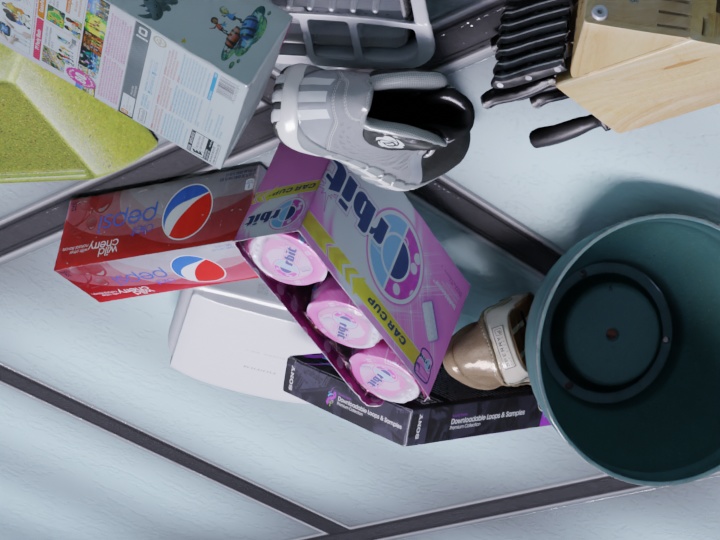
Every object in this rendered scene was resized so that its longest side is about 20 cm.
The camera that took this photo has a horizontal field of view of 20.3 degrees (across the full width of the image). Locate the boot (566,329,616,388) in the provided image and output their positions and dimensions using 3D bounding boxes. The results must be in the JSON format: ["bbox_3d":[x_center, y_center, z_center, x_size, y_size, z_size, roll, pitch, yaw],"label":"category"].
[{"bbox_3d":[0.212,0.094,1.738,0.096,0.075,0.199,15,164,-36],"label":"boot"}]

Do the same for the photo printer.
[{"bbox_3d":[-0.081,0.051,1.744,0.165,0.070,0.200,14,154,-7],"label":"photo printer"}]

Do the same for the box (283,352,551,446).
[{"bbox_3d":[0.055,0.099,1.645,0.142,0.036,0.199,21,-165,42],"label":"box"}]

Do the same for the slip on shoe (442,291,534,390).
[{"bbox_3d":[0.116,0.064,1.622,0.060,0.077,0.200,-20,179,15],"label":"slip on shoe"}]

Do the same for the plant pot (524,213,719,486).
[{"bbox_3d":[0.210,0.054,1.538,0.199,0.202,0.134,17,-179,-13],"label":"plant pot"}]

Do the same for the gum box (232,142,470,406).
[{"bbox_3d":[0.000,0.000,1.508,0.066,0.114,0.200,-10,132,36],"label":"gum box"}]

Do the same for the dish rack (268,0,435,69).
[{"bbox_3d":[-0.042,-0.200,1.256,0.170,0.044,0.200,5,154,12],"label":"dish rack"}]

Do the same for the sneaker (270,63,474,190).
[{"bbox_3d":[0.041,-0.094,1.336,0.115,0.076,0.199,2,178,38],"label":"sneaker"}]

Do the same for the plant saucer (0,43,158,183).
[{"bbox_3d":[-0.282,-0.121,1.499,0.198,0.048,0.200,-1,152,22],"label":"plant saucer"}]

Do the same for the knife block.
[{"bbox_3d":[0.181,-0.131,1.290,0.198,0.064,0.176,9,154,2],"label":"knife block"}]

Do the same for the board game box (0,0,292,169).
[{"bbox_3d":[-0.152,-0.161,1.276,0.199,0.065,0.148,30,158,-2],"label":"board game box"}]

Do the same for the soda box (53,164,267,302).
[{"bbox_3d":[-0.148,-0.027,1.611,0.199,0.071,0.063,-8,150,33],"label":"soda box"}]
